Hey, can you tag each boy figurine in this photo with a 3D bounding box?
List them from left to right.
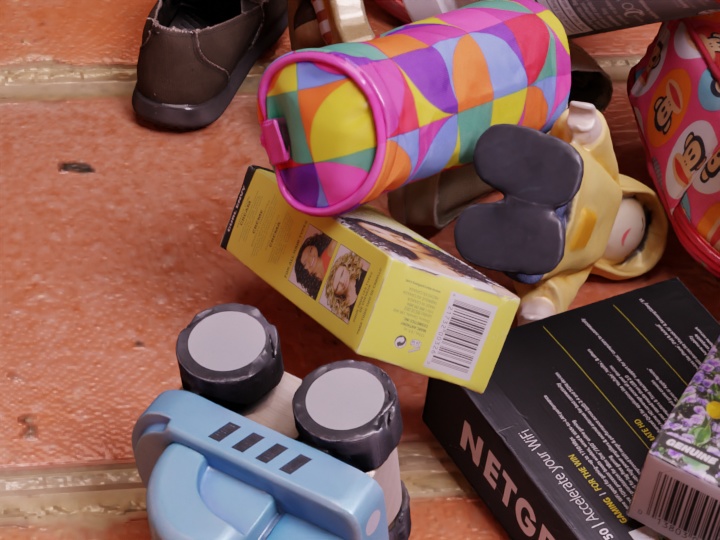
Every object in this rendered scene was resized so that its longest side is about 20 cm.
[{"bbox_3d":[0.106,-0.022,1.151,0.064,0.125,0.200,15,0,23],"label":"boy figurine"}]

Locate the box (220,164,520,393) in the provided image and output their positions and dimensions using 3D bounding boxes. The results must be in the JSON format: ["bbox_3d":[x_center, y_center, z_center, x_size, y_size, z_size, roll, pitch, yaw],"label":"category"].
[{"bbox_3d":[0.000,0.000,1.089,0.075,0.050,0.200,18,7,-26],"label":"box"}]

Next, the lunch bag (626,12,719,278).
[{"bbox_3d":[0.246,-0.061,1.229,0.175,0.082,0.201,16,36,-19],"label":"lunch bag"}]

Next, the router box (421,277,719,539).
[{"bbox_3d":[0.141,0.097,1.057,0.148,0.051,0.200,-15,45,-24],"label":"router box"}]

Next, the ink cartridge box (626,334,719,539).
[{"bbox_3d":[0.213,0.058,1.027,0.108,0.051,0.200,26,47,15],"label":"ink cartridge box"}]

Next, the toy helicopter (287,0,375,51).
[{"bbox_3d":[-0.017,-0.173,1.255,0.078,0.201,0.133,-11,55,-14],"label":"toy helicopter"}]

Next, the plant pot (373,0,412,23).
[{"bbox_3d":[0.093,-0.268,1.391,0.199,0.202,0.182,27,41,25],"label":"plant pot"}]

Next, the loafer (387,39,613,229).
[{"bbox_3d":[0.081,-0.084,1.258,0.068,0.076,0.200,19,39,25],"label":"loafer"}]

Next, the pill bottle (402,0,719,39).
[{"bbox_3d":[0.124,-0.187,1.219,0.199,0.116,0.116,-7,30,32],"label":"pill bottle"}]

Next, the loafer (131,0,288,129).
[{"bbox_3d":[-0.083,-0.164,1.339,0.072,0.072,0.201,10,39,5],"label":"loafer"}]

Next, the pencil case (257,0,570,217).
[{"bbox_3d":[0.029,-0.084,1.107,0.088,0.089,0.200,28,25,25],"label":"pencil case"}]

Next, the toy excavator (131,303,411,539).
[{"bbox_3d":[-0.041,0.139,0.967,0.193,0.100,0.200,23,55,23],"label":"toy excavator"}]
